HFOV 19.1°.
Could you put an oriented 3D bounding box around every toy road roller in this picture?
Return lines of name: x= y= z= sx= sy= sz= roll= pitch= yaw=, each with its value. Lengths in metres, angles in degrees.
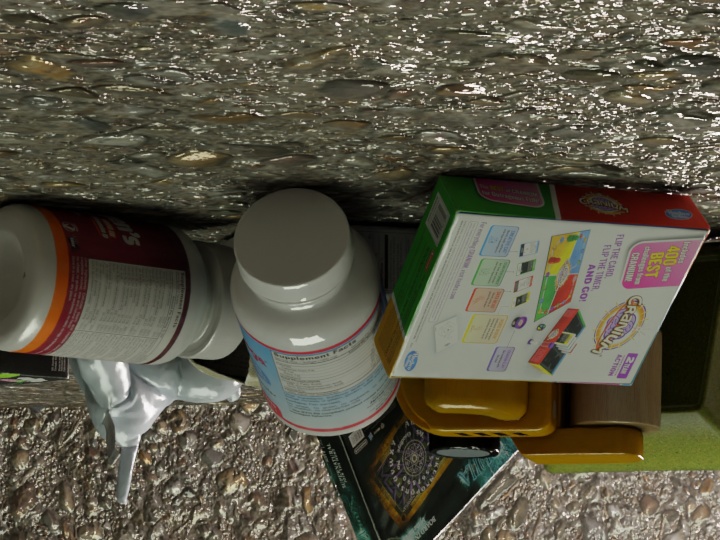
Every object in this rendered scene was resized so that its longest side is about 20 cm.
toy road roller: x=0.123 y=0.077 z=1.623 sx=0.200 sy=0.123 sz=0.146 roll=-2 pitch=166 yaw=17

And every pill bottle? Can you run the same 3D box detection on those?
pill bottle: x=-0.186 y=0.014 z=1.613 sx=0.200 sy=0.110 sz=0.109 roll=8 pitch=170 yaw=-40
pill bottle: x=-0.034 y=0.030 z=1.549 sx=0.109 sy=0.109 sz=0.200 roll=-1 pitch=147 yaw=9

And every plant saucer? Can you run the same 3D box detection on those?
plant saucer: x=0.235 y=0.060 z=1.712 sx=0.199 sy=0.200 sz=0.048 roll=-6 pitch=152 yaw=38

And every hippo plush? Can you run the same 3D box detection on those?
hippo plush: x=-0.191 y=0.080 z=2.036 sx=0.161 sy=0.200 sz=0.159 roll=-17 pitch=144 yaw=-11

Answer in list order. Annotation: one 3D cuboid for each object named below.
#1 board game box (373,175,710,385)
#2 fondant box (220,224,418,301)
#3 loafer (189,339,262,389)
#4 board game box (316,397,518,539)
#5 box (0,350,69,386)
board game box: x=0.126 y=0.011 z=1.502 sx=0.200 sy=0.040 sz=0.153 roll=4 pitch=129 yaw=-24
fondant box: x=0.000 y=0.000 z=1.715 sx=0.200 sy=0.058 sz=0.144 roll=4 pitch=173 yaw=-18
loafer: x=-0.064 y=0.069 z=1.749 sx=0.200 sy=0.076 sz=0.068 roll=-2 pitch=180 yaw=32
board game box: x=0.049 y=0.138 z=1.704 sx=0.028 sy=0.135 sz=0.200 roll=-5 pitch=-157 yaw=39
box: x=-0.345 y=0.024 z=1.648 sx=0.200 sy=0.125 sz=0.148 roll=7 pitch=170 yaw=-39
